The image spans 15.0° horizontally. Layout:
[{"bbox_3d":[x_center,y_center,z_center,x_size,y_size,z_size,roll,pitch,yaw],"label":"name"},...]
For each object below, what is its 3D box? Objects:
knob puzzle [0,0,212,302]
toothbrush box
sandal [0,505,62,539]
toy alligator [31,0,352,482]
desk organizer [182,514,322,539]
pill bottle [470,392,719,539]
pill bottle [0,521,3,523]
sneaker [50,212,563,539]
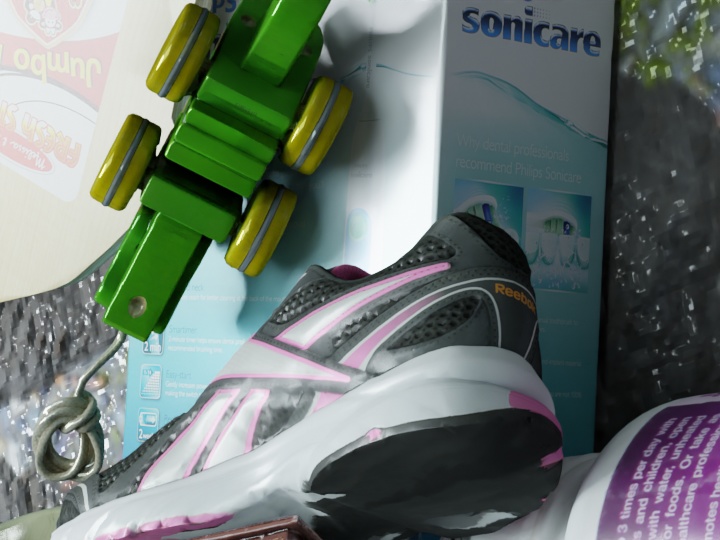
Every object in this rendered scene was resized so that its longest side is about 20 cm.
[{"bbox_3d":[-0.128,-0.078,0.951,0.219,0.030,0.221,8,104,33],"label":"knob puzzle"},{"bbox_3d":[0.000,0.000,0.903,0.146,0.085,0.201,-1,86,46],"label":"toothbrush box"},{"bbox_3d":[-0.169,0.125,0.948,0.200,0.057,0.080,-14,58,28],"label":"sandal"},{"bbox_3d":[-0.055,-0.022,0.867,0.200,0.059,0.054,-60,7,24],"label":"toy alligator"},{"bbox_3d":[-0.088,0.141,0.813,0.199,0.072,0.077,-15,46,29],"label":"desk organizer"},{"bbox_3d":[0.127,0.085,0.744,0.200,0.112,0.113,-9,80,45],"label":"pill bottle"},{"bbox_3d":[-0.122,0.179,0.997,0.200,0.109,0.109,37,113,42],"label":"pill bottle"},{"bbox_3d":[-0.012,0.045,0.814,0.200,0.080,0.087,-23,49,40],"label":"sneaker"}]
